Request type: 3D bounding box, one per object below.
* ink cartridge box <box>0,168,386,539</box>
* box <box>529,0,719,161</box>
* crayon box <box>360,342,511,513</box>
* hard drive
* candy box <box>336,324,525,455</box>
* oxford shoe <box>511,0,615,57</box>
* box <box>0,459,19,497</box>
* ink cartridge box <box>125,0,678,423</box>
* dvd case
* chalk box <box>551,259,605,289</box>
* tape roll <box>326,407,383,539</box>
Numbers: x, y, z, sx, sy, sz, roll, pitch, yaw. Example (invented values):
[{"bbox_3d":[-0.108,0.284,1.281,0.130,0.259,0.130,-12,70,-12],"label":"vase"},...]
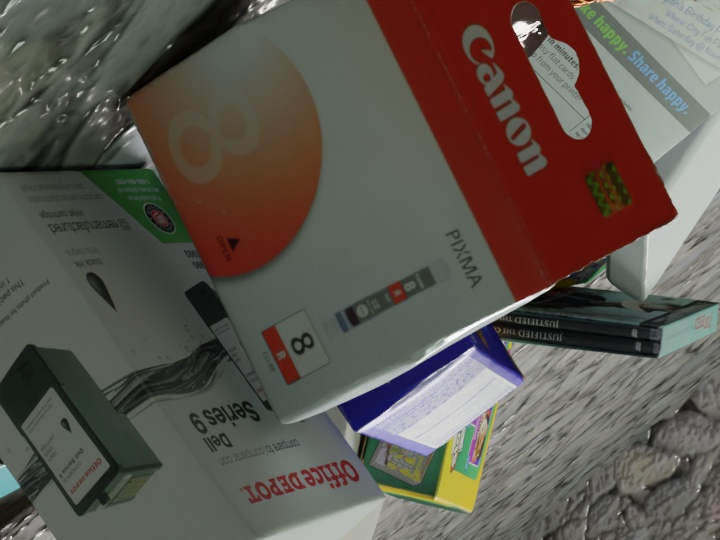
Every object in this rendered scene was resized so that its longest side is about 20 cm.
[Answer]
[{"bbox_3d":[-0.097,0.056,1.124,0.084,0.200,0.146,-41,167,20],"label":"ink cartridge box"},{"bbox_3d":[0.141,-0.150,1.150,0.200,0.156,0.041,-40,-151,16],"label":"box"},{"bbox_3d":[0.057,0.049,1.602,0.173,0.058,0.201,41,62,-77],"label":"crayon box"},{"bbox_3d":[0.190,-0.089,1.285,0.200,0.026,0.132,-54,165,-13],"label":"hard drive"},{"bbox_3d":[0.000,0.000,1.255,0.077,0.169,0.200,-34,168,4],"label":"candy box"},{"bbox_3d":[0.086,-0.132,1.051,0.071,0.073,0.200,-19,158,-26],"label":"oxford shoe"},{"bbox_3d":[-0.132,0.038,1.247,0.200,0.082,0.049,-27,164,-37],"label":"box"},{"bbox_3d":[0.012,-0.045,1.049,0.200,0.163,0.050,-30,174,36],"label":"ink cartridge box"},{"bbox_3d":[0.089,0.022,1.410,0.199,0.022,0.146,8,-173,20],"label":"dvd case"},{"bbox_3d":[0.118,-0.072,1.420,0.124,0.125,0.200,-41,166,21],"label":"chalk box"},{"bbox_3d":[-0.006,0.091,1.571,0.203,0.037,0.203,10,90,-80],"label":"tape roll"}]
